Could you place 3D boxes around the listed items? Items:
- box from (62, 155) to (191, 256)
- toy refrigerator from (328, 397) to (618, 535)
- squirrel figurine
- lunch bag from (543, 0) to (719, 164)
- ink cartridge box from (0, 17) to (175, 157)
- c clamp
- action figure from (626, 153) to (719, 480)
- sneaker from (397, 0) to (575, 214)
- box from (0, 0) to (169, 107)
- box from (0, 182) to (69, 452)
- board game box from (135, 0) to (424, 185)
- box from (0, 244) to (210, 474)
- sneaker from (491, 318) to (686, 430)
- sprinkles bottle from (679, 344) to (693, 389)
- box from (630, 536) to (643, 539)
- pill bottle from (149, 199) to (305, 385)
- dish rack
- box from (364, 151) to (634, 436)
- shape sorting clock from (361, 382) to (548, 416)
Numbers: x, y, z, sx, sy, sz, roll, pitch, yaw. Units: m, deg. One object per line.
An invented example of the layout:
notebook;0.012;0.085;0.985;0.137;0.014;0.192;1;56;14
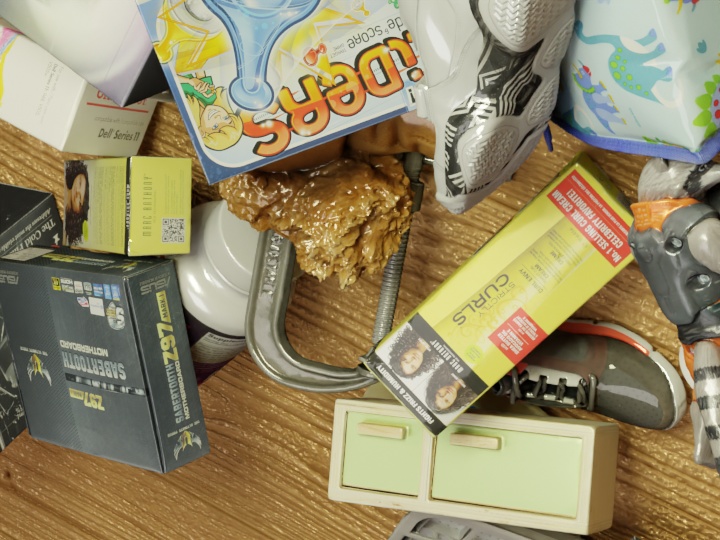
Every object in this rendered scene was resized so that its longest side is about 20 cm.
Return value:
box;-0.185;-0.051;1.234;0.200;0.050;0.076;-176;87;-65
toy refrigerator;0.079;0.139;1.149;0.199;0.070;0.077;5;89;25
squirrel figurine;0.001;-0.095;1.063;0.185;0.142;0.201;15;109;4
lunch bag;0.136;-0.164;0.916;0.200;0.127;0.171;20;137;56
ink cartridge box;-0.234;-0.141;1.218;0.199;0.117;0.068;27;101;19
c clamp;0.000;0.000;1.133;0.170;0.027;0.201;19;102;14
action figure;0.217;0.013;0.901;0.195;0.104;0.200;67;154;2
sneaker;0.051;-0.130;0.876;0.115;0.075;0.201;39;142;24
box;-0.162;-0.250;1.037;0.198;0.123;0.201;36;118;8
box;-0.345;0.050;1.409;0.104;0.200;0.183;12;130;30
board game box;-0.023;-0.150;0.961;0.199;0.034;0.136;-20;106;5
box;-0.209;0.066;1.260;0.199;0.051;0.159;7;112;47
sneaker;0.132;0.075;1.135;0.199;0.082;0.077;23;134;23
sprinkles bottle;0.267;0.005;0.982;0.068;0.068;0.201;34;137;11
box;0.218;0.286;1.235;0.136;0.038;0.200;24;139;-11
pill bottle;-0.120;0.013;1.265;0.111;0.111;0.200;47;138;-3
dish rack;0.094;0.242;1.286;0.171;0.044;0.200;20;140;-8
box;0.099;0.017;1.061;0.200;0.050;0.075;-43;91;18
shape sorting clock;0.089;0.148;1.260;0.199;0.039;0.201;17;139;15
